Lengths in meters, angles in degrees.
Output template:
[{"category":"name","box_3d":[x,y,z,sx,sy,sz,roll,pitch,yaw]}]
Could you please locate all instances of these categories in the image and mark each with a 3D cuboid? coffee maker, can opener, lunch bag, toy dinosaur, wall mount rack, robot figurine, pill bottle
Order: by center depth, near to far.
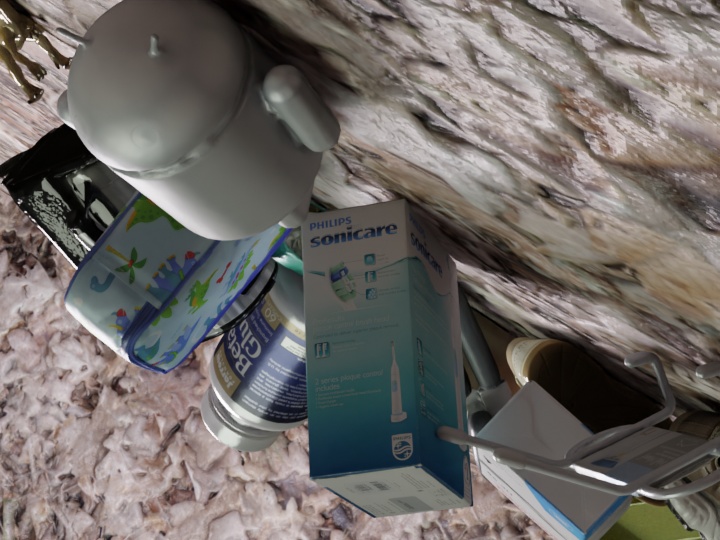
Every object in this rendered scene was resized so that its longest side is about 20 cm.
[{"category":"robot figurine","box_3d":[-0.097,-0.092,0.964,0.170,0.113,0.200,-5,155,26]},{"category":"wall mount rack","box_3d":[0.158,0.112,1.092,0.075,0.174,0.200,68,166,-6]},{"category":"lunch bag","box_3d":[-0.120,-0.021,1.195,0.082,0.200,0.161,37,172,10]},{"category":"toy dinosaur","box_3d":[-0.293,-0.196,1.365,0.101,0.058,0.200,47,164,-2]},{"category":"coffee maker","box_3d":[-0.192,-0.036,1.375,0.192,0.135,0.200,4,135,56]},{"category":"can opener","box_3d":[0.098,0.096,1.403,0.066,0.053,0.200,-103,-10,-54]},{"category":"pill bottle","box_3d":[-0.071,0.076,1.479,0.111,0.111,0.200,32,128,-3]}]

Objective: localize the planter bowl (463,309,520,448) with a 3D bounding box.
[{"category":"planter bowl","box_3d":[0.060,0.102,1.531,0.200,0.135,0.200,31,172,5]}]

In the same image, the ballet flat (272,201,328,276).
[{"category":"ballet flat","box_3d":[0.000,0.000,1.387,0.200,0.067,0.070,30,159,-4]}]

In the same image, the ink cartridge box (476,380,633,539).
[{"category":"ink cartridge box","box_3d":[0.161,0.171,1.332,0.116,0.067,0.200,41,171,16]}]

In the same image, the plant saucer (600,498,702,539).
[{"category":"plant saucer","box_3d":[0.298,0.230,1.498,0.200,0.048,0.200,-15,145,33]}]

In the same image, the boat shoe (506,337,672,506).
[{"category":"boat shoe","box_3d":[0.202,0.124,1.370,0.200,0.072,0.065,41,174,-21]}]

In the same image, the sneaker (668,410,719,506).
[{"category":"sneaker","box_3d":[0.321,0.177,1.226,0.200,0.070,0.076,33,172,-15]}]

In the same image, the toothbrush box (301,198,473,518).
[{"category":"toothbrush box","box_3d":[0.021,0.068,1.191,0.085,0.200,0.146,-8,159,17]}]

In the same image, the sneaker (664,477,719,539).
[{"category":"sneaker","box_3d":[0.302,0.189,1.322,0.200,0.079,0.074,44,-170,-45]}]
